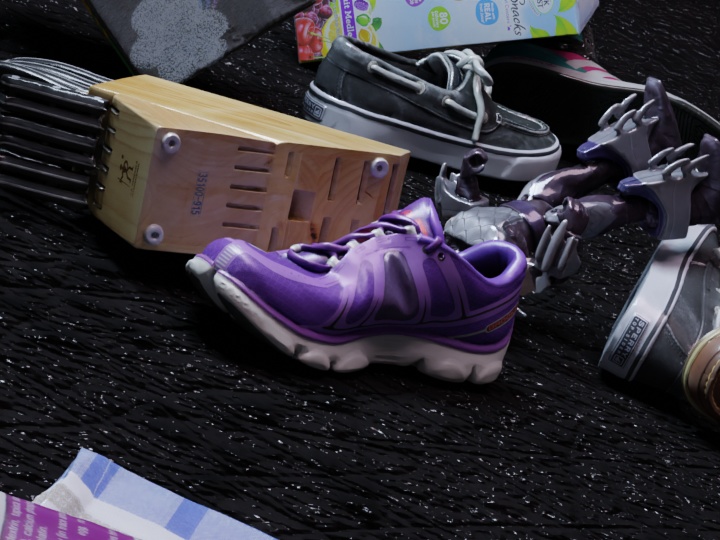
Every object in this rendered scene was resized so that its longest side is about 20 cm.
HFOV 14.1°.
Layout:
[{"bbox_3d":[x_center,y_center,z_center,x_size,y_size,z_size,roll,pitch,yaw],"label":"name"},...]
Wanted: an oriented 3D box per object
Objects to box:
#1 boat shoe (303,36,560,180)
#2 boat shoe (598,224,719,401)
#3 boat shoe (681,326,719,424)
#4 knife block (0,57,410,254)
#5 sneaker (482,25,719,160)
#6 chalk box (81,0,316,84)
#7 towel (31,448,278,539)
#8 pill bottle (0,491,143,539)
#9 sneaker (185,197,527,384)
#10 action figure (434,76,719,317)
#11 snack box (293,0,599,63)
[{"bbox_3d":[0.055,-0.110,1.885,0.199,0.068,0.074,13,18,-31],"label":"boat shoe"},{"bbox_3d":[0.187,0.021,1.643,0.068,0.074,0.199,30,18,4],"label":"boat shoe"},{"bbox_3d":[0.267,0.079,1.555,0.200,0.072,0.068,19,13,-22],"label":"boat shoe"},{"bbox_3d":[-0.098,-0.062,1.496,0.200,0.064,0.176,5,16,-28],"label":"knife block"},{"bbox_3d":[0.175,-0.121,2.110,0.200,0.084,0.121,19,25,-6],"label":"sneaker"},{"bbox_3d":[-0.135,-0.227,1.773,0.200,0.124,0.124,57,2,-22],"label":"chalk box"},{"bbox_3d":[-0.065,0.122,1.032,0.147,0.024,0.200,24,15,5],"label":"towel"},{"bbox_3d":[-0.130,0.110,0.809,0.200,0.113,0.112,19,15,-10],"label":"pill bottle"},{"bbox_3d":[0.000,0.000,1.429,0.200,0.084,0.081,6,21,-43],"label":"sneaker"},{"bbox_3d":[0.102,-0.032,1.607,0.200,0.070,0.130,-24,38,-24],"label":"action figure"},{"bbox_3d":[0.063,-0.198,2.078,0.199,0.068,0.169,-4,12,10],"label":"snack box"}]
